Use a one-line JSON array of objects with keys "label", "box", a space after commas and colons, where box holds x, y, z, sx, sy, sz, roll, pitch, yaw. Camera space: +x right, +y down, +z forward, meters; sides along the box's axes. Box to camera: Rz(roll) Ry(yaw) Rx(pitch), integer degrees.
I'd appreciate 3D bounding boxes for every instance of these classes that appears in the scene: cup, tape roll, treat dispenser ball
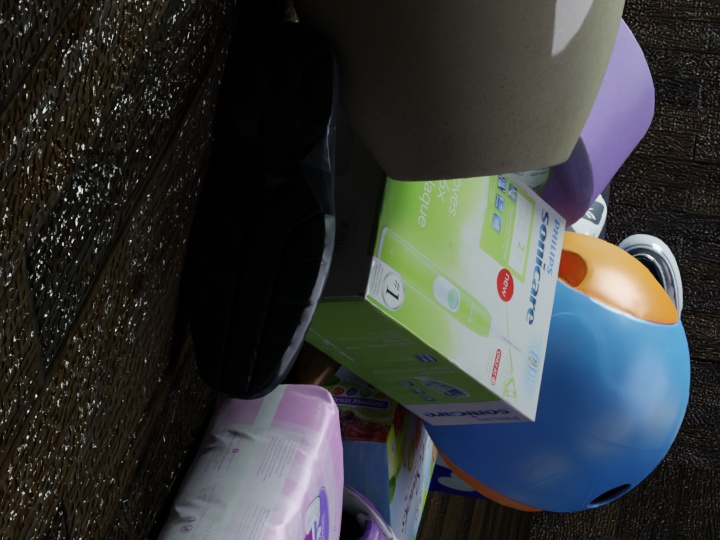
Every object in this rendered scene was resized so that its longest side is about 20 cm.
[{"label": "cup", "box": [0.058, -0.127, 0.989, 0.200, 0.198, 0.145, -36, 121, -76]}, {"label": "tape roll", "box": [0.097, -0.127, 1.240, 0.085, 0.199, 0.201, -50, 155, -26]}, {"label": "treat dispenser ball", "box": [0.136, 0.072, 1.288, 0.201, 0.198, 0.203, 7, 90, -80]}]

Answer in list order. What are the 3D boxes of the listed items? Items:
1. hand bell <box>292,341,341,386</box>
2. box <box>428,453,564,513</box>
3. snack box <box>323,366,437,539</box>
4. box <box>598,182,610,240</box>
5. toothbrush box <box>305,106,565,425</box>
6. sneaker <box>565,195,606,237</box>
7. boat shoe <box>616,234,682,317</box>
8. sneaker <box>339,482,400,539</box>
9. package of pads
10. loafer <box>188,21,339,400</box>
[{"label": "hand bell", "box": [0.000, 0.000, 1.227, 0.105, 0.103, 0.201, 82, 31, -56]}, {"label": "box", "box": [0.103, 0.088, 1.518, 0.105, 0.182, 0.202, -68, 161, -51]}, {"label": "snack box", "box": [0.013, 0.129, 1.362, 0.201, 0.067, 0.170, -67, 159, -54]}, {"label": "box", "box": [0.139, -0.070, 1.632, 0.106, 0.148, 0.202, -20, 128, -29]}, {"label": "toothbrush box", "box": [0.038, -0.006, 1.130, 0.200, 0.085, 0.147, 38, 56, -46]}, {"label": "sneaker", "box": [0.142, -0.080, 1.459, 0.198, 0.079, 0.131, -10, 123, -39]}, {"label": "boat shoe", "box": [0.217, 0.074, 1.460, 0.066, 0.069, 0.202, -64, 165, -66]}, {"label": "sneaker", "box": [0.022, 0.209, 1.164, 0.073, 0.200, 0.114, -49, 165, -12]}, {"label": "package of pads", "box": [-0.062, 0.161, 0.939, 0.201, 0.075, 0.122, -68, 159, -56]}, {"label": "loafer", "box": [-0.043, -0.025, 0.935, 0.072, 0.072, 0.202, 79, 21, -70]}]
